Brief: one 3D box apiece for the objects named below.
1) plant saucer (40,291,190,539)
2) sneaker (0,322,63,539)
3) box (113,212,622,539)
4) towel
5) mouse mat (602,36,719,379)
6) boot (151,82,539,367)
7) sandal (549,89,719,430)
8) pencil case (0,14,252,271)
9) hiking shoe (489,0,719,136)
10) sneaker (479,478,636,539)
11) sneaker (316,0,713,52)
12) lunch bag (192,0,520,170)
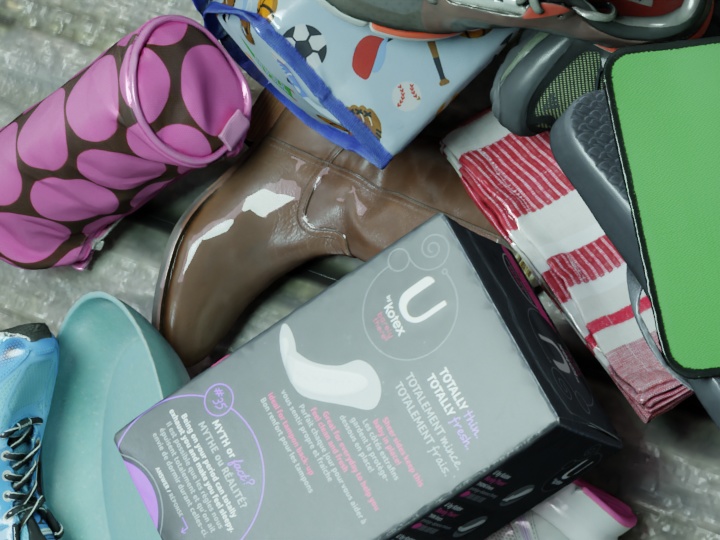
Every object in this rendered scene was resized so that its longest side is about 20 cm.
[{"bbox_3d":[-0.124,0.111,1.439,0.200,0.036,0.201,3,94,64],"label":"plant saucer"},{"bbox_3d":[-0.193,0.122,1.484,0.090,0.078,0.201,30,117,32],"label":"sneaker"},{"bbox_3d":[0.004,0.082,1.279,0.200,0.106,0.122,-34,69,14],"label":"box"},{"bbox_3d":[0.147,-0.035,1.339,0.144,0.023,0.200,-33,59,-6],"label":"towel"},{"bbox_3d":[0.219,-0.038,1.246,0.199,0.008,0.161,-8,77,-13],"label":"mouse mat"},{"bbox_3d":[0.000,0.000,1.427,0.200,0.064,0.187,24,88,30],"label":"boot"},{"bbox_3d":[0.155,0.005,1.269,0.043,0.076,0.200,-50,61,47],"label":"sandal"},{"bbox_3d":[-0.139,-0.065,1.471,0.200,0.094,0.091,-28,16,51],"label":"pencil case"},{"bbox_3d":[0.164,-0.095,1.315,0.199,0.076,0.101,-18,61,8],"label":"hiking shoe"},{"bbox_3d":[0.037,0.117,1.355,0.200,0.081,0.088,26,89,35],"label":"sneaker"},{"bbox_3d":[0.072,-0.145,1.252,0.199,0.082,0.077,4,90,-1],"label":"sneaker"},{"bbox_3d":[0.007,-0.159,1.393,0.170,0.124,0.200,-43,17,-3],"label":"lunch bag"}]
